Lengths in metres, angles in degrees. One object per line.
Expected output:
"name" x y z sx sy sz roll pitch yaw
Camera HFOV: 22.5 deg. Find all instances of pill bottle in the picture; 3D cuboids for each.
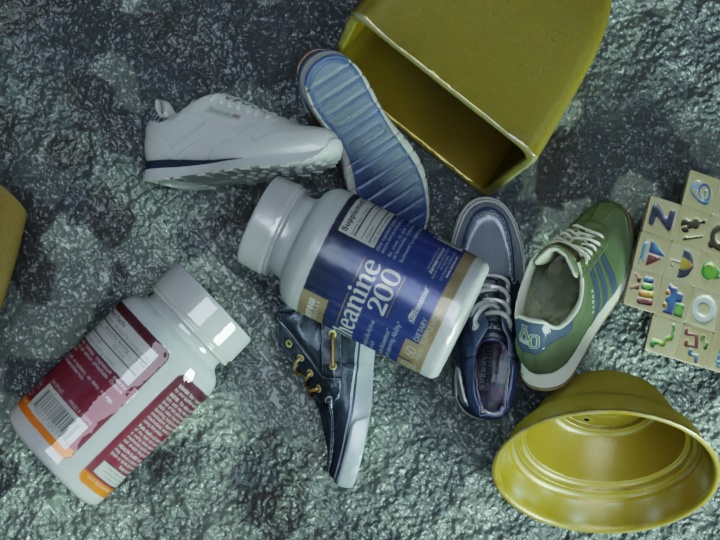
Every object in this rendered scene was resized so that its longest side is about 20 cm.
"pill bottle" 0.000 0.000 1.540 0.198 0.111 0.112 27 87 6
"pill bottle" -0.198 0.095 1.574 0.200 0.114 0.114 -44 92 -5

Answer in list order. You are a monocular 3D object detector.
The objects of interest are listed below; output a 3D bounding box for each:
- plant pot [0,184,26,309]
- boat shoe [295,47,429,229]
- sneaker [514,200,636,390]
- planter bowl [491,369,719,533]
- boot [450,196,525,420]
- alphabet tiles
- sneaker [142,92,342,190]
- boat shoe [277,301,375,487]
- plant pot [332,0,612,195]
"plant pot" -0.377 0.008 1.544 0.185 0.186 0.201 33 74 -3
"boat shoe" 0.003 -0.114 1.612 0.072 0.072 0.201 -27 116 -6
"sneaker" 0.187 0.001 1.580 0.066 0.090 0.201 13 57 27
"planter bowl" 0.216 0.146 1.598 0.198 0.201 0.084 9 51 -4
"boot" 0.118 0.033 1.611 0.072 0.090 0.203 -2 89 -4
"alphabet tiles" 0.332 0.007 1.640 0.198 0.006 0.168 16 86 -22
"sneaker" -0.106 -0.117 1.575 0.198 0.076 0.082 -1 80 27
"boat shoe" -0.034 0.089 1.613 0.090 0.071 0.203 6 81 -3
"plant pot" 0.111 -0.215 1.576 0.194 0.195 0.201 38 78 -2
